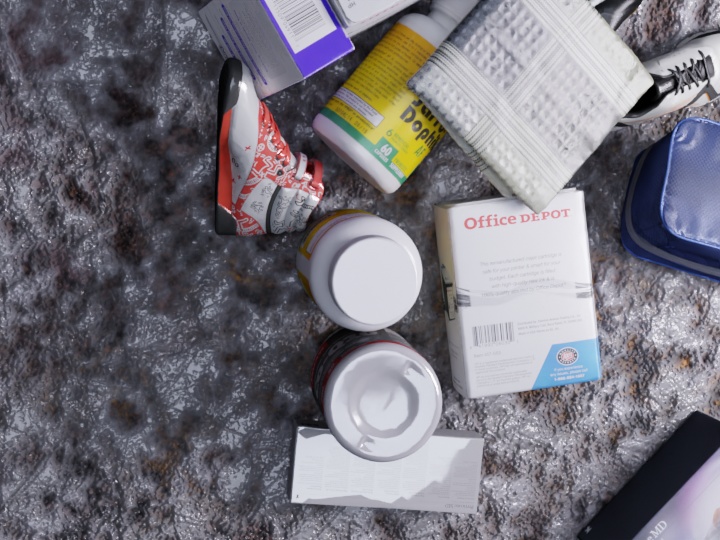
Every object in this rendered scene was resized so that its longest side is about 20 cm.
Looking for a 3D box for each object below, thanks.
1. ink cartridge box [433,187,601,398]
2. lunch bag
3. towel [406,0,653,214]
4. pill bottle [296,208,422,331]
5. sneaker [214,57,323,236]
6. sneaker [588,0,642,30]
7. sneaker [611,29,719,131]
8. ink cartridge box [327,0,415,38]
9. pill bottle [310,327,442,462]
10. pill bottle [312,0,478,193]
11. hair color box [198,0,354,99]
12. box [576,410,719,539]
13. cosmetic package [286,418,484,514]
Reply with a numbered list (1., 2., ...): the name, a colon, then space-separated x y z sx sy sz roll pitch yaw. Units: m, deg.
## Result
1. ink cartridge box: 0.162 0.020 1.573 0.146 0.086 0.201 -7 95 -8
2. lunch bag: 0.379 -0.065 1.575 0.199 0.132 0.137 17 77 -9
3. towel: 0.169 -0.184 1.491 0.200 0.035 0.193 44 84 -21
4. pill bottle: 0.000 0.000 1.490 0.110 0.200 0.112 -1 96 -8
5. sneaker: -0.089 -0.121 1.501 0.107 0.067 0.202 0 128 -8
6. sneaker: 0.224 -0.208 1.557 0.200 0.070 0.090 -39 80 3
7. sneaker: 0.330 -0.196 1.580 0.199 0.080 0.074 -25 97 -6
8. ink cartridge box: 0.018 -0.289 1.459 0.144 0.200 0.085 -30 96 -7
9. pill bottle: 0.010 0.114 1.503 0.113 0.200 0.115 -1 96 -8
10. pill bottle: 0.054 -0.185 1.523 0.113 0.113 0.200 41 88 -10
11. hair color box: -0.084 -0.231 1.452 0.065 0.200 0.110 -33 100 -18
12. box: 0.377 0.295 1.615 0.198 0.123 0.200 44 88 -9
13. cosmetic package: 0.025 0.206 1.590 0.199 0.051 0.083 5 93 -8
